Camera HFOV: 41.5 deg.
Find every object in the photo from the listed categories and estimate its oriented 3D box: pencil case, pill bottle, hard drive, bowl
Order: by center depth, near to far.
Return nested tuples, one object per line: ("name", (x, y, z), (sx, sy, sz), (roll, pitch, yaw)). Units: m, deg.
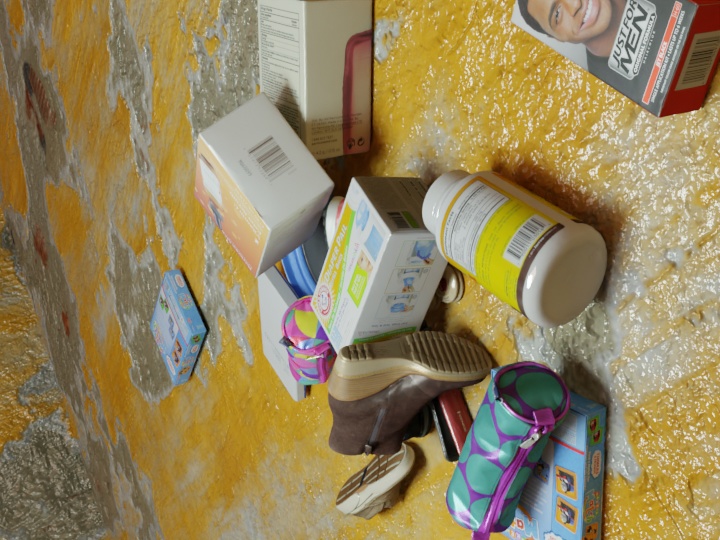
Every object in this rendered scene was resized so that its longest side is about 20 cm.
("pill bottle", (0.152, -0.033, 0.987), (0.199, 0.107, 0.111), (39, 133, 46))
("pencil case", (0.154, 0.195, 1.021), (0.093, 0.083, 0.203), (-94, 15, -51))
("pencil case", (-0.070, 0.107, 1.361), (0.201, 0.087, 0.090), (90, 157, -71))
("bowl", (-0.066, -0.034, 1.390), (0.200, 0.039, 0.205), (40, 138, 49))
("hard drive", (-0.126, 0.095, 1.525), (0.132, 0.025, 0.203), (50, 150, 41))

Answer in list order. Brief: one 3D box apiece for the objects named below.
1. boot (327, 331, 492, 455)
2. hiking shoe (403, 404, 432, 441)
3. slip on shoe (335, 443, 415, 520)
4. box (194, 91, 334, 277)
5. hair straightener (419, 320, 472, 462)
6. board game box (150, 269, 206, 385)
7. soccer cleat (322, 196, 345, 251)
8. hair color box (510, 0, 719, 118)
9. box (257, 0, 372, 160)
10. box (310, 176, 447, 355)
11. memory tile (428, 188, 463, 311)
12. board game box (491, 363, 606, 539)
("boot", (0.056, 0.158, 1.168), (0.073, 0.195, 0.169), (-94, 6, -50))
("hiking shoe", (0.017, 0.149, 1.292), (0.201, 0.085, 0.075), (50, 140, 36))
("slip on shoe", (0.033, 0.309, 1.359), (0.060, 0.077, 0.200), (34, 135, -8))
("box", (-0.132, -0.105, 1.242), (0.153, 0.106, 0.200), (51, 160, 7))
("hair straightener", (0.087, 0.149, 1.220), (0.077, 0.040, 0.203), (-37, 75, 57))
("board game box", (-0.379, 0.119, 1.955), (0.153, 0.036, 0.201), (61, 145, 24))
("soccer cleat", (0.000, 0.000, 1.263), (0.072, 0.068, 0.204), (4, 117, 23))
("hair color box", (0.226, -0.229, 0.840), (0.200, 0.060, 0.103), (47, 139, 40))
("box", (-0.060, -0.260, 1.245), (0.127, 0.107, 0.204), (30, 126, 50))
("box", (0.025, 0.000, 1.156), (0.113, 0.099, 0.203), (56, 138, 42))
("memory tile", (0.056, -0.014, 1.237), (0.199, 0.017, 0.157), (-30, 75, 58))
("board game box", (0.206, 0.225, 1.064), (0.150, 0.036, 0.205), (23, 118, 53))
